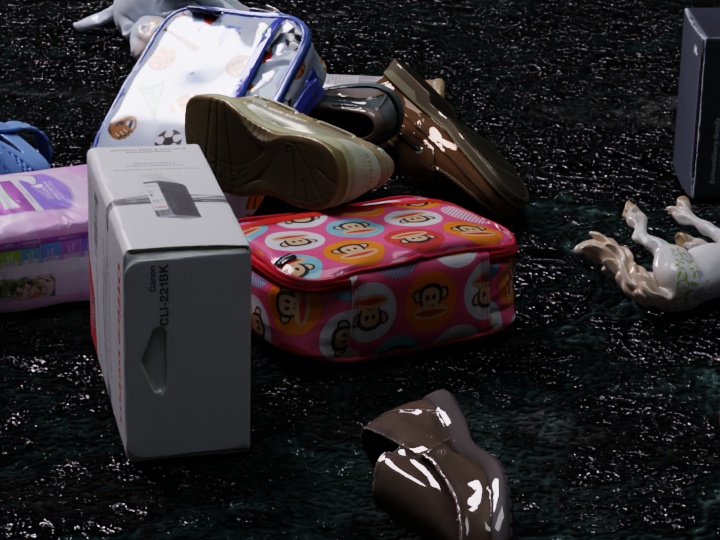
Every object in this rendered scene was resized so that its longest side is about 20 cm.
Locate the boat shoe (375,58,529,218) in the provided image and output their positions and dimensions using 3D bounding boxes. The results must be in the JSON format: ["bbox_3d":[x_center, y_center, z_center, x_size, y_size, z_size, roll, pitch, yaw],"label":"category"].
[{"bbox_3d":[0.070,-0.097,1.763,0.072,0.068,0.200,28,17,-47],"label":"boat shoe"}]

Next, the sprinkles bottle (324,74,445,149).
[{"bbox_3d":[-0.023,-0.145,1.864,0.198,0.069,0.068,3,22,2],"label":"sprinkles bottle"}]

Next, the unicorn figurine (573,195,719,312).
[{"bbox_3d":[0.271,-0.010,1.569,0.199,0.074,0.137,-25,41,-23],"label":"unicorn figurine"}]

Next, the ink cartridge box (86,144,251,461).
[{"bbox_3d":[-0.129,0.017,1.357,0.083,0.145,0.200,-3,23,-12],"label":"ink cartridge box"}]

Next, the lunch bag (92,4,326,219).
[{"bbox_3d":[-0.119,-0.133,1.704,0.159,0.076,0.201,11,61,28],"label":"lunch bag"}]

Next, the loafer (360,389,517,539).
[{"bbox_3d":[0.044,0.137,1.193,0.070,0.074,0.200,-13,19,-8],"label":"loafer"}]

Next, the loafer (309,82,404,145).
[{"bbox_3d":[-0.064,-0.120,1.749,0.198,0.072,0.063,-10,13,17],"label":"loafer"}]

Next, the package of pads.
[{"bbox_3d":[-0.263,-0.022,1.534,0.199,0.076,0.120,-9,24,-24],"label":"package of pads"}]

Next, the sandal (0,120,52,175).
[{"bbox_3d":[-0.292,-0.080,1.681,0.086,0.080,0.200,1,23,-12],"label":"sandal"}]

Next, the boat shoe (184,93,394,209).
[{"bbox_3d":[-0.061,-0.094,1.572,0.063,0.074,0.200,-12,20,-39],"label":"boat shoe"}]

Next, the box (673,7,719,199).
[{"bbox_3d":[0.379,-0.146,1.791,0.198,0.149,0.104,2,22,-1],"label":"box"}]

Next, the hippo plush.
[{"bbox_3d":[-0.191,-0.312,2.138,0.158,0.162,0.200,-11,25,-28],"label":"hippo plush"}]

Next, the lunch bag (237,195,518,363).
[{"bbox_3d":[0.000,0.000,1.505,0.199,0.083,0.176,-9,20,-27],"label":"lunch bag"}]
